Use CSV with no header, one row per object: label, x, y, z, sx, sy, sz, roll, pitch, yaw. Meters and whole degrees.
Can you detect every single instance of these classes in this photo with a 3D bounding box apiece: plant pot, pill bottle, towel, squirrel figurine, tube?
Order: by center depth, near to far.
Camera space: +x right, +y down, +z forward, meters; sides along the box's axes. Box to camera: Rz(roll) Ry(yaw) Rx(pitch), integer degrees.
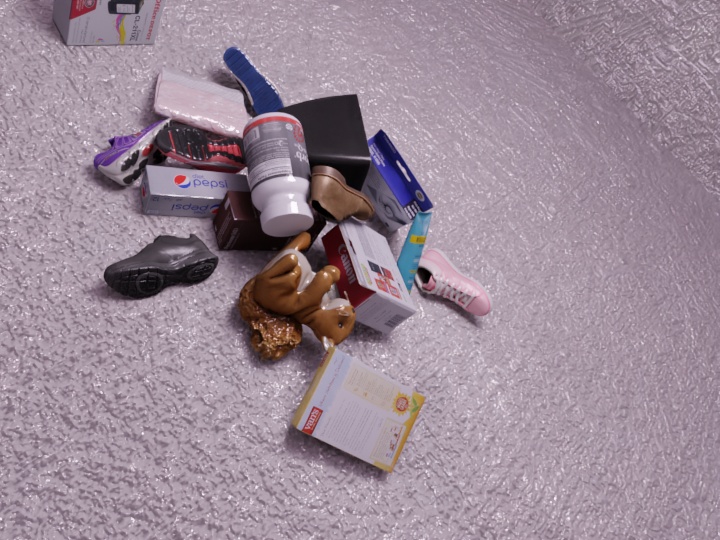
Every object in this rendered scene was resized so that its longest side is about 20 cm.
squirrel figurine,-0.110,0.069,1.049,0.187,0.199,0.142,49,10,-13
pill bottle,-0.147,-0.172,1.078,0.114,0.116,0.203,1,68,-33
tube,0.102,-0.027,1.233,0.050,0.203,0.077,21,13,19
towel,-0.336,-0.357,1.265,0.197,0.032,0.192,12,38,-25
plant pot,-0.098,-0.245,1.269,0.175,0.200,0.202,2,56,-17

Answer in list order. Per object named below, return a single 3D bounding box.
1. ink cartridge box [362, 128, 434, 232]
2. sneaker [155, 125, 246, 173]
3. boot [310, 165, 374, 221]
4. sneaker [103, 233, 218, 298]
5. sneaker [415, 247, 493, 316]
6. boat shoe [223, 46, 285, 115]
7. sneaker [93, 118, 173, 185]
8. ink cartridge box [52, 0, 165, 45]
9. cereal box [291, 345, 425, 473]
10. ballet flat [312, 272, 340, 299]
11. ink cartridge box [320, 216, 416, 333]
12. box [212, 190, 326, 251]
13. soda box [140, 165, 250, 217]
ink cartridge box,0.055,-0.188,1.292,0.040,0.200,0.201,-36,94,-18
sneaker,-0.309,-0.219,1.159,0.198,0.086,0.075,5,62,-41
boot,-0.037,-0.121,1.105,0.199,0.073,0.077,28,67,-59
sneaker,-0.347,-0.014,1.017,0.198,0.076,0.091,-13,56,-47
sneaker,0.198,0.041,1.323,0.200,0.076,0.104,44,40,13
boat shoe,-0.239,-0.426,1.374,0.201,0.072,0.072,56,1,-17
sneaker,-0.426,-0.241,1.124,0.082,0.081,0.201,23,39,7
ink cartridge box,-0.522,-0.557,1.240,0.198,0.146,0.083,-21,71,-41
cereal box,0.000,0.237,1.007,0.199,0.039,0.145,32,80,-20
ballet flat,-0.084,0.034,1.148,0.198,0.070,0.070,25,47,-16
ink cartridge box,0.000,0.000,1.158,0.175,0.084,0.202,28,32,-45
box,-0.176,-0.094,1.158,0.197,0.100,0.076,1,57,-33
soda box,-0.312,-0.147,1.133,0.198,0.064,0.069,-1,59,-33
